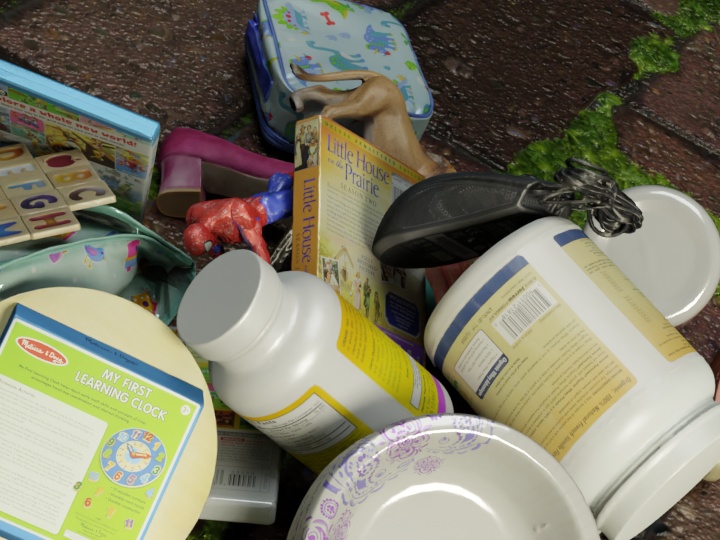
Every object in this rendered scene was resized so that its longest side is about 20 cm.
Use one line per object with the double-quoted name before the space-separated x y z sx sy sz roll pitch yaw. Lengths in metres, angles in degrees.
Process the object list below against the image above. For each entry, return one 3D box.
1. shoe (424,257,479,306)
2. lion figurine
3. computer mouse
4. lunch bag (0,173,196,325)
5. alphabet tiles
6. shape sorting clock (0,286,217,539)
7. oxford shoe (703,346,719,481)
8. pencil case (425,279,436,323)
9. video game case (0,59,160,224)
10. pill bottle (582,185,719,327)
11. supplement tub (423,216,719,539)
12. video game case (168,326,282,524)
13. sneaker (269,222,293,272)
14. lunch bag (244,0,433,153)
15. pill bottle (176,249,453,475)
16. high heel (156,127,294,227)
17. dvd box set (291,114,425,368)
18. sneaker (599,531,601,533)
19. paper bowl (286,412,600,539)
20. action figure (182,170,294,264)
"shoe" 0.120 0.068 1.377 0.071 0.090 0.201 38 30 -74
"lion figurine" 0.025 -0.107 1.564 0.122 0.201 0.072 -24 8 -13
"computer mouse" 0.101 -0.048 1.321 0.138 0.199 0.053 30 51 -63
"lunch bag" -0.236 0.001 1.257 0.170 0.123 0.199 16 26 37
"alphabet tiles" -0.274 -0.046 1.216 0.199 0.006 0.166 -13 26 -19
"shape sorting clock" -0.188 0.111 1.142 0.198 0.202 0.039 8 -2 -19
"oxford shoe" 0.317 0.117 1.482 0.073 0.071 0.200 29 35 5
"pencil case" 0.112 0.040 1.459 0.199 0.085 0.093 31 55 11
"video game case" -0.227 -0.076 1.339 0.142 0.200 0.018 22 59 0
"pill bottle" 0.240 -0.003 1.494 0.115 0.116 0.200 28 0 10
"supplement tub" 0.156 0.077 1.253 0.144 0.145 0.200 -21 63 -45
"video game case" -0.152 0.101 1.253 0.198 0.023 0.183 5 36 -1
"sneaker" -0.054 0.025 1.418 0.075 0.071 0.200 36 42 0
"lunch bag" -0.027 -0.182 1.685 0.160 0.083 0.201 8 37 -21
"pill bottle" -0.031 0.069 1.199 0.200 0.104 0.105 42 20 -37
"high heel" -0.074 -0.084 1.523 0.198 0.068 0.096 -1 45 4
"dvd box set" 0.000 0.000 1.359 0.146 0.029 0.202 26 59 -51
"sneaker" 0.093 0.166 1.298 0.199 0.077 0.082 5 33 -41
"paper bowl" 0.048 0.197 1.149 0.199 0.104 0.202 3 77 -12
"action figure" -0.068 -0.021 1.350 0.065 0.100 0.200 -6 8 32
